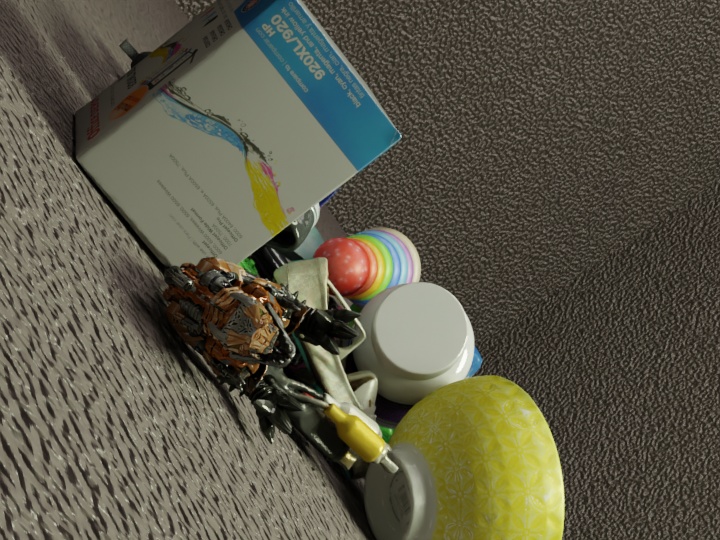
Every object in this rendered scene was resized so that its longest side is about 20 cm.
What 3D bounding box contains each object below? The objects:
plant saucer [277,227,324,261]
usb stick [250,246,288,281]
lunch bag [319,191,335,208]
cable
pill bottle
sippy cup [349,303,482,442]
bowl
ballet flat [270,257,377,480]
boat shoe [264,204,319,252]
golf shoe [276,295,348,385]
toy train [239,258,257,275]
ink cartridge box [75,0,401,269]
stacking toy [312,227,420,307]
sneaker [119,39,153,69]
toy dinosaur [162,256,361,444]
[{"bbox_3d":[-0.098,-0.057,1.503,0.201,0.039,0.201,36,-3,3],"label":"plant saucer"},{"bbox_3d":[-0.057,0.054,1.642,0.200,0.033,0.055,56,-4,7],"label":"usb stick"},{"bbox_3d":[-0.098,-0.141,1.380,0.200,0.124,0.170,38,15,-4],"label":"lunch bag"},{"bbox_3d":[-0.049,0.090,1.170,0.200,0.050,0.097,51,-11,-31],"label":"cable"},{"bbox_3d":[0.045,0.076,1.369,0.112,0.111,0.200,56,-12,11],"label":"pill bottle"},{"bbox_3d":[0.049,0.094,1.535,0.178,0.130,0.140,54,3,7],"label":"sippy cup"},{"bbox_3d":[0.068,0.188,1.242,0.107,0.200,0.200,0,39,-30],"label":"bowl"},{"bbox_3d":[-0.017,0.083,1.273,0.067,0.062,0.200,-135,-157,-79],"label":"ballet flat"},{"bbox_3d":[-0.127,-0.081,1.261,0.200,0.069,0.057,27,37,-7],"label":"boat shoe"},{"bbox_3d":[-0.037,0.066,1.422,0.092,0.073,0.200,54,4,-23],"label":"golf shoe"},{"bbox_3d":[-0.136,-0.035,1.295,0.056,0.042,0.200,35,18,-50],"label":"toy train"},{"bbox_3d":[-0.099,-0.112,1.141,0.145,0.200,0.147,50,5,-22],"label":"ink cartridge box"},{"bbox_3d":[0.000,0.000,1.430,0.085,0.085,0.200,56,11,6],"label":"stacking toy"},{"bbox_3d":[-0.212,-0.194,1.554,0.140,0.078,0.200,54,-5,16],"label":"sneaker"},{"bbox_3d":[-0.082,0.029,1.009,0.136,0.102,0.200,37,15,-27],"label":"toy dinosaur"}]
